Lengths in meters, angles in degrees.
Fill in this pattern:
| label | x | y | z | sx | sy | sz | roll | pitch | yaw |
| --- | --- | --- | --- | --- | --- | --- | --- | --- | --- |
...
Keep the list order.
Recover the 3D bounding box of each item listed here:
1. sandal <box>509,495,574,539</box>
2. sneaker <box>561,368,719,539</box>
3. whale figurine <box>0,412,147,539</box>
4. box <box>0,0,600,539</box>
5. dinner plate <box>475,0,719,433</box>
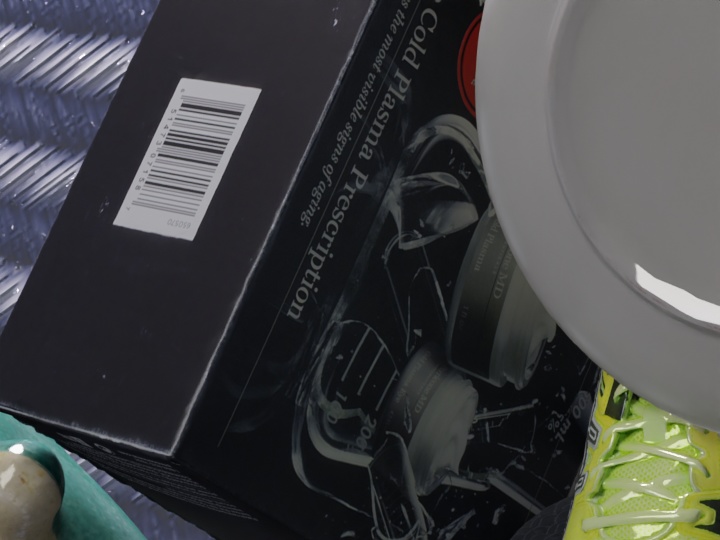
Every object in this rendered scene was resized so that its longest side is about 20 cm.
| label | x | y | z | sx | sy | sz | roll | pitch | yaw |
| --- | --- | --- | --- | --- | --- | --- | --- | --- | --- |
| sandal | 0.120 | 0.121 | 0.857 | 0.076 | 0.043 | 0.200 | -36 | 30 | -15 |
| sneaker | 0.095 | 0.052 | 0.860 | 0.075 | 0.077 | 0.200 | -8 | 42 | 27 |
| whale figurine | -0.112 | 0.107 | 0.966 | 0.199 | 0.160 | 0.104 | 19 | 45 | 11 |
| box | 0.000 | 0.000 | 0.935 | 0.104 | 0.182 | 0.201 | 11 | 73 | 44 |
| dinner plate | 0.117 | -0.047 | 0.784 | 0.199 | 0.024 | 0.201 | 5 | 101 | 29 |
